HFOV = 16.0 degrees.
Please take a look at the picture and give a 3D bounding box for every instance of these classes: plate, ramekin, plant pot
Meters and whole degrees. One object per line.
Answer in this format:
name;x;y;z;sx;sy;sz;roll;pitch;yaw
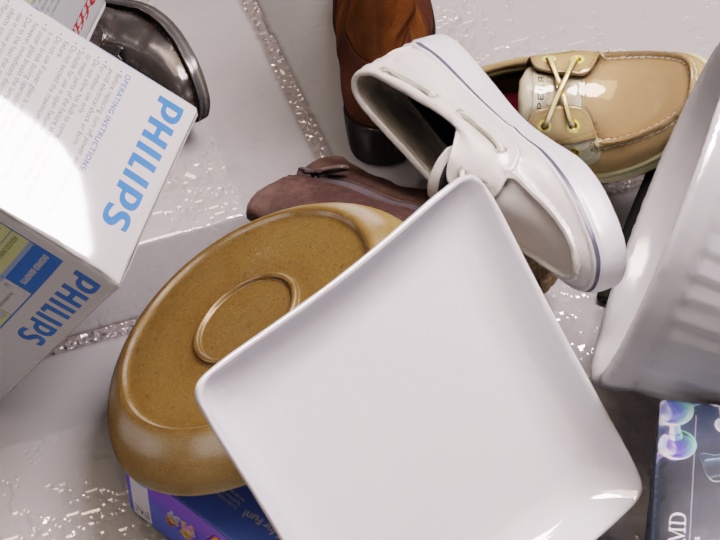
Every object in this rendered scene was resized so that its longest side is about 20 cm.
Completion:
plate;0.028;0.085;1.273;0.200;0.200;0.032;-38;17;-28
ramekin;0.201;-0.016;1.344;0.097;0.201;0.201;21;51;0
plant pot;-0.055;0.032;1.354;0.199;0.028;0.201;-24;35;18

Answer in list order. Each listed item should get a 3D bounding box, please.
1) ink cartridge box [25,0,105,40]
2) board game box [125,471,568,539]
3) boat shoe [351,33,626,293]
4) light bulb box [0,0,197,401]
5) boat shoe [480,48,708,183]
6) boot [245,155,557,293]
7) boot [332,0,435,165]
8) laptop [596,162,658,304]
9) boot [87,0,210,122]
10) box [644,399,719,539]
ink cartridge box;-0.215;-0.177;1.445;0.082;0.200;0.146;15;58;12
board game box;-0.008;0.127;1.361;0.200;0.045;0.134;34;57;28
boat shoe;0.067;-0.055;1.417;0.065;0.072;0.200;-22;58;-28
light bulb box;-0.226;-0.053;1.373;0.199;0.198;0.125;32;56;-14
boat shoe;0.111;-0.090;1.480;0.199;0.066;0.074;-12;66;35
boot;0.000;0.000;1.439;0.166;0.073;0.200;22;30;28
boot;0.008;-0.195;1.542;0.068;0.201;0.189;4;48;6
laptop;0.271;-0.037;1.485;0.187;0.116;0.201;24;96;24
boot;-0.210;-0.108;1.555;0.200;0.069;0.174;32;54;26
box;0.240;0.160;1.282;0.199;0.107;0.149;4;49;6
